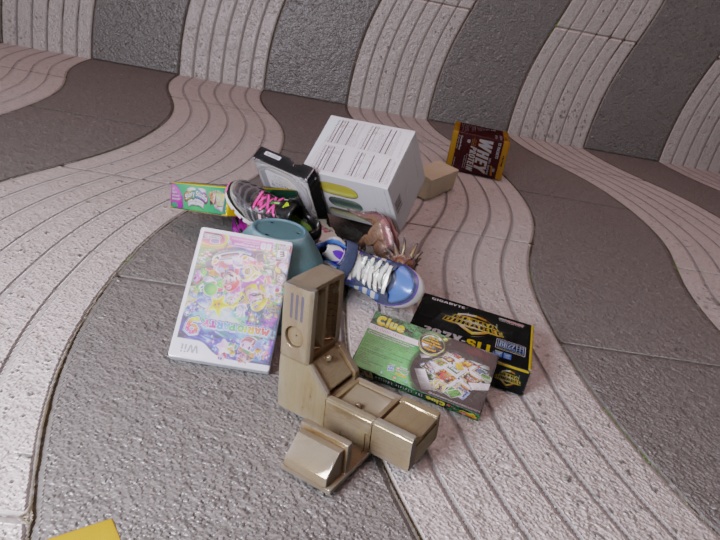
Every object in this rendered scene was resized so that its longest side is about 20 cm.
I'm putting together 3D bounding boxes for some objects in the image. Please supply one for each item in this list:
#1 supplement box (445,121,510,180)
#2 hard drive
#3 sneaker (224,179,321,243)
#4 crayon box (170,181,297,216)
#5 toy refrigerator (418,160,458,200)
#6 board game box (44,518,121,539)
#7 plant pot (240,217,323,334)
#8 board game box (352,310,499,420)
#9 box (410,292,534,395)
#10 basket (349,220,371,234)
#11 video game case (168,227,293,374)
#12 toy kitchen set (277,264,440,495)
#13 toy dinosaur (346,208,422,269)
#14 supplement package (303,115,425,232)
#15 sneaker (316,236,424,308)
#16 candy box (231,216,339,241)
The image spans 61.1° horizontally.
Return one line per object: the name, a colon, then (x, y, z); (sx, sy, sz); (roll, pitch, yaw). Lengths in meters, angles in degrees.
supplement box: (0.413, -0.425, 2.151); (0.196, 0.135, 0.198); (13, 24, 6)
hard drive: (-0.142, -0.161, 1.285); (0.138, 0.201, 0.038); (26, 66, 20)
sneaker: (-0.147, -0.106, 1.088); (0.198, 0.087, 0.074); (35, 58, -9)
crayon box: (-0.255, -0.142, 1.224); (0.198, 0.060, 0.171); (11, 12, 42)
toy refrigerator: (0.213, -0.267, 1.806); (0.075, 0.071, 0.199); (29, 30, 20)
board game box: (-0.249, 0.255, 0.374); (0.197, 0.156, 0.040); (-7, 28, -36)
plant pot: (-0.141, -0.006, 1.007); (0.196, 0.137, 0.201); (9, 25, -4)
board game box: (0.093, 0.135, 0.888); (0.197, 0.024, 0.106); (19, 55, 15)
box: (0.178, 0.113, 0.993); (0.197, 0.050, 0.160); (17, 27, 12)
basket: (0.028, -0.179, 1.463); (0.177, 0.138, 0.201); (-2, 28, 5)
video game case: (-0.183, 0.040, 0.882); (0.140, 0.018, 0.203); (10, 65, -4)
toy kitchen set: (-0.021, 0.127, 0.713); (0.197, 0.184, 0.162); (19, 26, 28)
toy dinosaur: (0.052, -0.053, 1.176); (0.085, 0.203, 0.136); (-26, -4, -17)
supplement package: (0.011, -0.202, 1.273); (0.197, 0.152, 0.152); (16, 65, 23)
sneaker: (0.000, 0.000, 1.064); (0.198, 0.082, 0.146); (22, -1, 42)
candy box: (-0.146, -0.055, 1.199); (0.196, 0.062, 0.137); (0, 24, -21)
